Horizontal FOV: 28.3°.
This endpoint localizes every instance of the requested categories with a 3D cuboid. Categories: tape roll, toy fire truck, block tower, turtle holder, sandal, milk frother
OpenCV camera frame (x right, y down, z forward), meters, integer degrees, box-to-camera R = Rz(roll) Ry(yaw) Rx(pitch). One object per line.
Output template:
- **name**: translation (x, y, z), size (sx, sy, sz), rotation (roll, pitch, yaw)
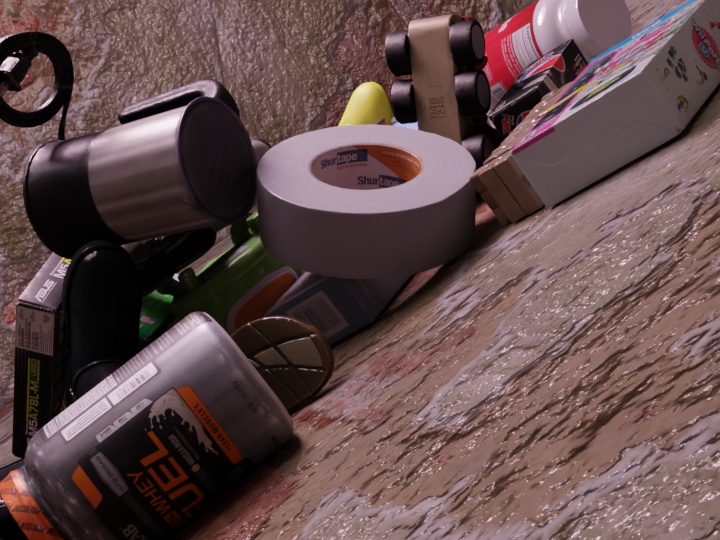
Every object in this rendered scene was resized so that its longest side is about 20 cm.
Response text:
- **tape roll**: translation (0.006, -0.067, 1.304), size (0.200, 0.066, 0.200), rotation (-1, 29, 1)
- **toy fire truck**: translation (0.100, -0.176, 1.528), size (0.129, 0.176, 0.200), rotation (-5, 4, 26)
- **block tower**: translation (0.168, -0.113, 1.304), size (0.054, 0.058, 0.200), rotation (-29, 10, 41)
- **turtle holder**: translation (-0.120, 0.034, 1.429), size (0.185, 0.132, 0.141), rotation (-28, 13, 50)
- **sandal**: translation (-0.088, 0.096, 1.212), size (0.055, 0.082, 0.200), rotation (-13, -19, -47)
- **milk frother**: translation (-0.222, -0.127, 1.296), size (0.188, 0.200, 0.181), rotation (-12, 58, 30)

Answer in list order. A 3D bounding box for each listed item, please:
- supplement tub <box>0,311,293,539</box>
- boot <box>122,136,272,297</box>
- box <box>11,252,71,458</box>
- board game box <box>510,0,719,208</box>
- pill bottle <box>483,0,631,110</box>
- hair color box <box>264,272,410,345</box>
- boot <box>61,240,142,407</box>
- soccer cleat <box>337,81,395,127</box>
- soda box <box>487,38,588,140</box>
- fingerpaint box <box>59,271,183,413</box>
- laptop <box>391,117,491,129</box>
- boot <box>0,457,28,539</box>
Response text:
- **supplement tub**: translation (-0.160, 0.134, 1.062), size (0.200, 0.123, 0.123), rotation (-39, 8, -8)
- **boot**: translation (-0.152, -0.046, 1.388), size (0.200, 0.068, 0.131), rotation (-38, 20, -3)
- **box**: translation (-0.292, 0.061, 1.441), size (0.193, 0.047, 0.200), rotation (-72, -6, -55)
- **board game box**: translation (0.232, -0.150, 1.215), size (0.148, 0.064, 0.200), rotation (-30, 10, 40)
- **pill bottle**: translation (0.229, -0.270, 1.730), size (0.112, 0.112, 0.200), rotation (-43, 10, -36)
- **hair color box**: translation (0.000, 0.000, 1.361), size (0.099, 0.061, 0.200), rotation (-31, 11, 35)
- **boot**: translation (-0.219, 0.092, 1.268), size (0.073, 0.198, 0.162), rotation (0, 23, -22)
- **soccer cleat**: translation (-0.023, -0.097, 1.460), size (0.084, 0.065, 0.200), rotation (2, -63, -39)
- **soda box**: translation (0.196, -0.177, 1.488), size (0.063, 0.071, 0.200), rotation (-29, 11, 26)
- **fingerpaint box**: translation (-0.237, 0.102, 1.470), size (0.200, 0.073, 0.167), rotation (-59, -14, -71)
- **laptop**: translation (0.068, -0.125, 1.629), size (0.177, 0.103, 0.200), rotation (-36, 8, 10)
- **boot**: translation (-0.381, 0.261, 1.524), size (0.165, 0.066, 0.200), rotation (-38, 12, 8)
